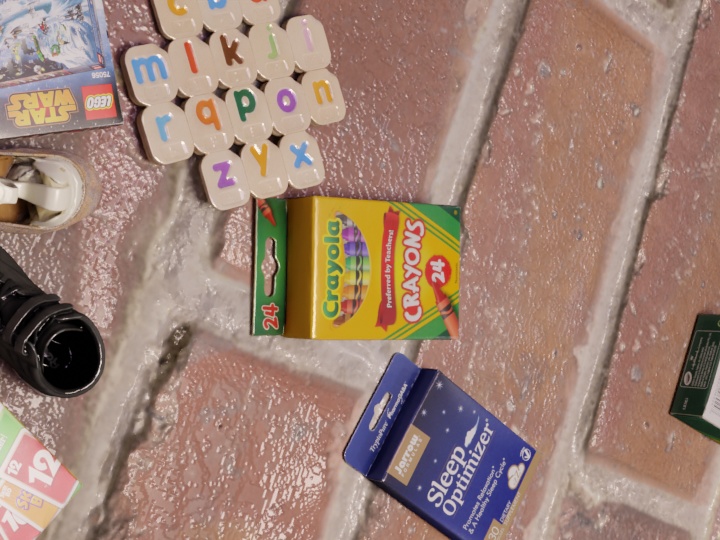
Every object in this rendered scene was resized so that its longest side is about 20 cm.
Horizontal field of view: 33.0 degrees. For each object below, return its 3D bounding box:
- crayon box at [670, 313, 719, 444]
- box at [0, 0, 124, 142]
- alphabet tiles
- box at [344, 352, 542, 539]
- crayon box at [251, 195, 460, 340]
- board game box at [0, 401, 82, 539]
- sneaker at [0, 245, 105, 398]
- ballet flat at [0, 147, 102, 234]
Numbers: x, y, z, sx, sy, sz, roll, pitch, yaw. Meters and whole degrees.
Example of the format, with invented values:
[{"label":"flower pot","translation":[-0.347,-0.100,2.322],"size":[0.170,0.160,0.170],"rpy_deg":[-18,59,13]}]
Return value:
[{"label":"crayon box","translation":[0.455,0.148,1.416],"size":[0.200,0.052,0.126],"rpy_deg":[30,72,-31]},{"label":"box","translation":[-0.283,-0.162,0.895],"size":[0.200,0.040,0.137],"rpy_deg":[-12,96,-35]},{"label":"alphabet tiles","translation":[-0.104,-0.156,1.034],"size":[0.200,0.015,0.196],"rpy_deg":[-19,95,-34]},{"label":"box","translation":[0.082,0.179,1.161],"size":[0.200,0.032,0.121],"rpy_deg":[39,68,-28]},{"label":"crayon box","translation":[0.000,0.000,1.091],"size":[0.200,0.051,0.127],"rpy_deg":[1,89,-35]},{"label":"board game box","translation":[-0.303,0.126,0.888],"size":[0.200,0.030,0.096],"rpy_deg":[51,62,-21]},{"label":"sneaker","translation":[-0.257,0.019,0.876],"size":[0.200,0.099,0.071],"rpy_deg":[50,65,-23]},{"label":"ballet flat","translation":[-0.254,-0.056,0.873],"size":[0.200,0.067,0.068],"rpy_deg":[-2,102,-50]}]
